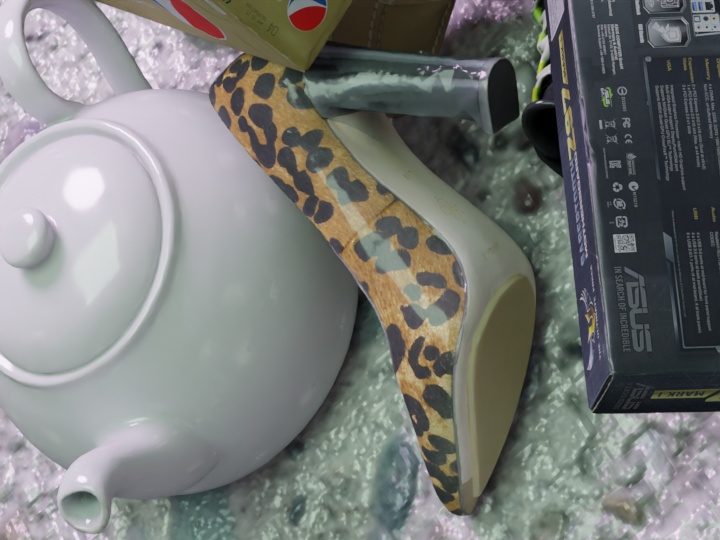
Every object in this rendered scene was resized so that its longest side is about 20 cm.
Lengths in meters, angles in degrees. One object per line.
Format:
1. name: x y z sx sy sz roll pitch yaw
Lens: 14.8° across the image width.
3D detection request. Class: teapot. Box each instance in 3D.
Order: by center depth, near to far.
1. teapot: -0.107 -0.003 1.234 0.200 0.146 0.198 29 93 38

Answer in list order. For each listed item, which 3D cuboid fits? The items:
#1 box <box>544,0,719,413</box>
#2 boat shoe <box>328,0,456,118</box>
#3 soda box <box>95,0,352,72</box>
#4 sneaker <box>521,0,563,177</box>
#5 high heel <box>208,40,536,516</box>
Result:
1. box: 0.157 -0.047 1.071 0.157 0.051 0.201 -3 70 -7
2. boat shoe: 0.029 -0.145 1.188 0.065 0.072 0.201 28 127 27
3. soda box: -0.078 -0.144 1.196 0.064 0.068 0.200 -58 34 -6
4. sneaker: 0.100 -0.084 1.140 0.201 0.082 0.072 62 147 31
5. high heel: 0.000 0.000 1.183 0.142 0.071 0.201 7 105 30
